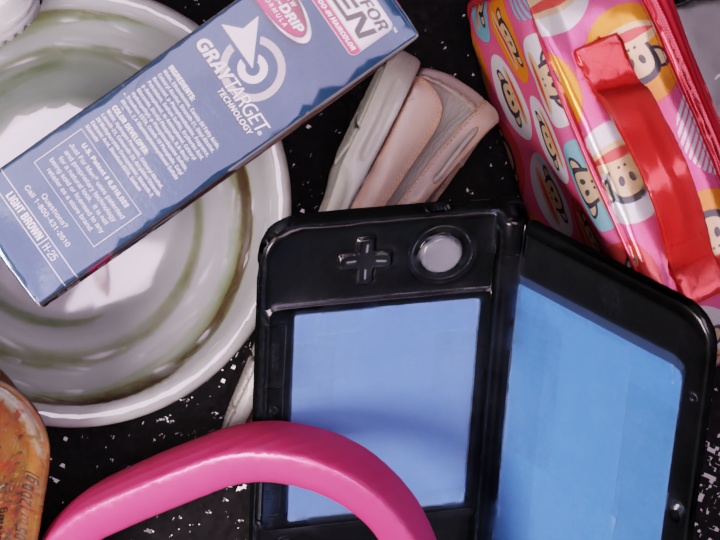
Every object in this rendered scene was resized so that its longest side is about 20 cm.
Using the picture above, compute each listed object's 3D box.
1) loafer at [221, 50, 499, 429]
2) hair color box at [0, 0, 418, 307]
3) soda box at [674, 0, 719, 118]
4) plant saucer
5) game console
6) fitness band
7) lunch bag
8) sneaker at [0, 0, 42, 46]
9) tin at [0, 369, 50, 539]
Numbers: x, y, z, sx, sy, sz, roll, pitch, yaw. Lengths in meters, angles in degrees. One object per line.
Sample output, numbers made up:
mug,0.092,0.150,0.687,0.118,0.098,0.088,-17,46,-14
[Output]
loafer,0.000,0.000,1.363,0.063,0.072,0.201,24,89,-5
hair color box,-0.075,-0.065,1.293,0.200,0.100,0.061,-36,94,-4
soda box,0.199,-0.038,1.386,0.070,0.063,0.201,-19,93,-6
plant saucer,-0.132,-0.029,1.362,0.199,0.050,0.201,0,90,-6
game console,0.048,0.081,1.303,0.175,0.117,0.201,-5,123,-13
fitness band,-0.059,0.146,1.339,0.199,0.037,0.144,-24,108,24
lunch bag,0.119,-0.049,1.322,0.082,0.176,0.201,-23,93,-5
sneaker,-0.232,-0.173,1.290,0.199,0.130,0.080,33,71,12
tin,-0.201,0.124,1.317,0.112,0.042,0.201,-7,122,-33
